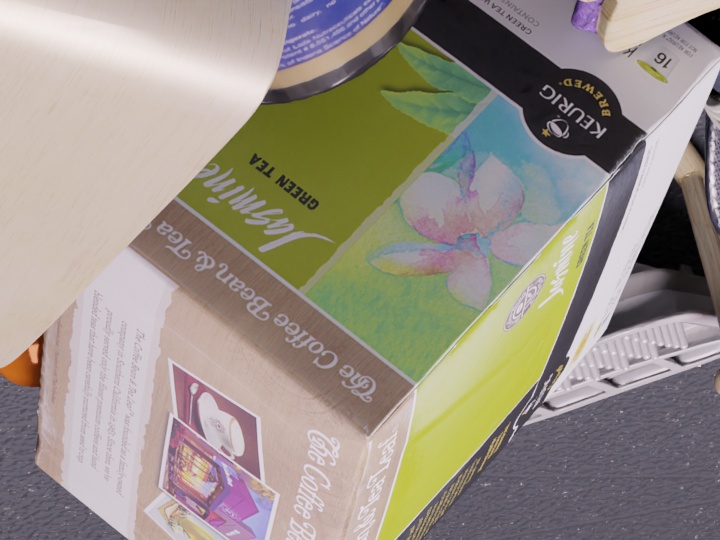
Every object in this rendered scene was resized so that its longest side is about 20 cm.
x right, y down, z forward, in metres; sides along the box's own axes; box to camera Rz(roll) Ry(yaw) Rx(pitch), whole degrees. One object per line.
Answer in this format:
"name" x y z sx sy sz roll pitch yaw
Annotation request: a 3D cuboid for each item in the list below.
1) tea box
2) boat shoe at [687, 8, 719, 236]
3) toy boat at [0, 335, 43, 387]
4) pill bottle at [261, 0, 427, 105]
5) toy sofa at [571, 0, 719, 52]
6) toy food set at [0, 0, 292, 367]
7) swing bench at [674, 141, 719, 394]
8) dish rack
"tea box" 0.000 0.000 1.017 0.197 0.134 0.200 -47 166 -28
"boat shoe" 0.139 -0.075 1.064 0.093 0.075 0.200 -26 135 -36
"toy boat" -0.126 -0.017 1.087 0.130 0.131 0.200 8 147 -31
"pill bottle" -0.051 -0.141 0.851 0.112 0.112 0.200 -16 150 10
"toy sofa" 0.145 -0.153 0.947 0.200 0.083 0.098 -18 151 -11
"toy food set" -0.131 -0.047 0.842 0.143 0.060 0.200 15 141 -31
"swing bench" 0.261 -0.008 1.245 0.199 0.130 0.200 -23 150 21
"dish rack" 0.083 0.033 1.299 0.171 0.044 0.200 -20 171 18
